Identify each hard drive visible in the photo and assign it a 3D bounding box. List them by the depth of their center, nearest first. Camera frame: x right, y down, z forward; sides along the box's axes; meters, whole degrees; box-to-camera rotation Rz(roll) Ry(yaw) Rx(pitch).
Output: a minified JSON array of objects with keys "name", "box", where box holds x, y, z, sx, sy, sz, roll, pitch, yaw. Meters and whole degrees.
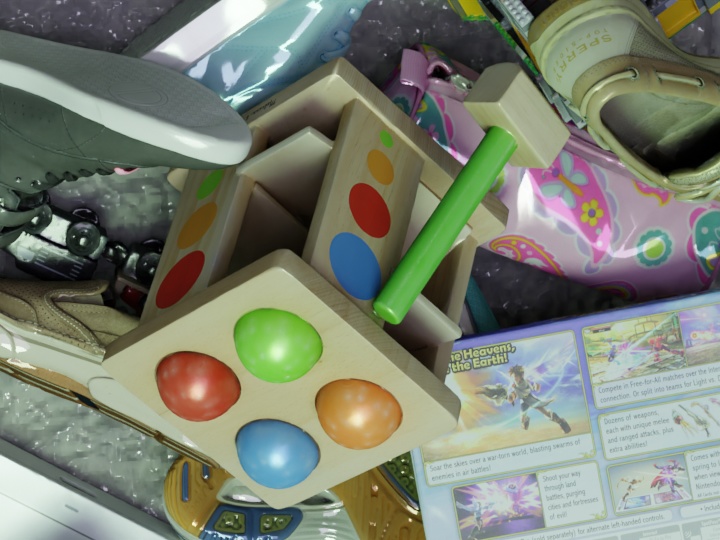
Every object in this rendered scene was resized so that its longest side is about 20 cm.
[{"name":"hard drive","box":[-0.200,0.199,1.303,0.131,0.027,0.201,28,100,-16]}]

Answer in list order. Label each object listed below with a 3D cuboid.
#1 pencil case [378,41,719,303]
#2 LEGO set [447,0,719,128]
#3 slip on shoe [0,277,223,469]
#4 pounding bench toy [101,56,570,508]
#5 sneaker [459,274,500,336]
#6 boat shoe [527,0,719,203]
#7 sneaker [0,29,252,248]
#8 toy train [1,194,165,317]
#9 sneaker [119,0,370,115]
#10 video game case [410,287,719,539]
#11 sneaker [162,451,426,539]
[{"name":"pencil case","box":[0.093,-0.047,1.248,0.199,0.087,0.088,23,101,-15]},{"name":"LEGO set","box":[0.116,-0.177,1.170,0.199,0.154,0.116,-30,147,6]},{"name":"slip on shoe","box":[-0.144,0.032,1.225,0.199,0.076,0.061,24,80,11]},{"name":"pounding bench toy","box":[0.000,0.000,1.134,0.199,0.157,0.124,-28,123,37]},{"name":"sneaker","box":[0.088,0.072,1.300,0.080,0.077,0.201,-40,113,-18]},{"name":"boat shoe","box":[0.151,-0.068,1.153,0.073,0.063,0.200,-34,144,18]},{"name":"sneaker","box":[-0.146,-0.053,1.180,0.199,0.071,0.100,15,111,18]},{"name":"toy train","box":[-0.098,0.015,1.262,0.199,0.034,0.046,24,104,-14]},{"name":"sneaker","box":[-0.027,-0.124,1.216,0.199,0.074,0.082,-32,111,14]},{"name":"video game case","box":[0.129,0.111,1.214,0.198,0.045,0.183,-10,92,3]},{"name":"sneaker","box":[-0.006,0.128,1.284,0.198,0.088,0.076,12,72,-5]}]
